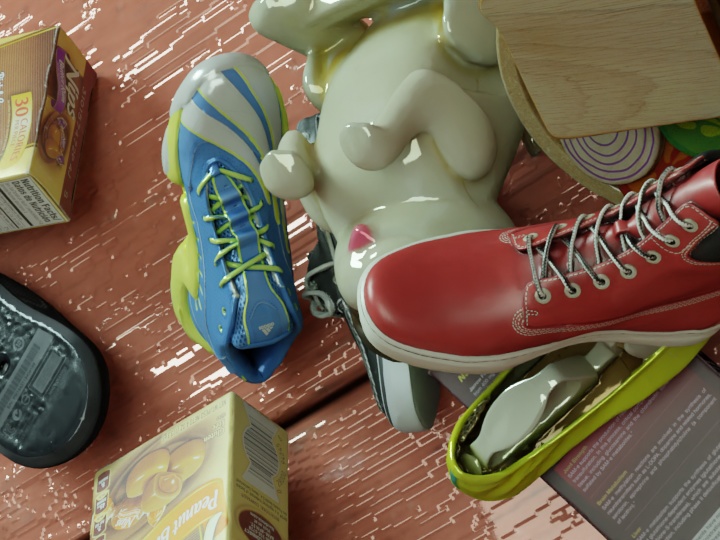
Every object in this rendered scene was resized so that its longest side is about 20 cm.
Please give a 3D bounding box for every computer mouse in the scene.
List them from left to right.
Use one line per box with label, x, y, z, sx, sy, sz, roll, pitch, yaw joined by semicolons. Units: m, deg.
computer mouse;-0.217;0.049;1.290;0.200;0.053;0.139;40;98;32

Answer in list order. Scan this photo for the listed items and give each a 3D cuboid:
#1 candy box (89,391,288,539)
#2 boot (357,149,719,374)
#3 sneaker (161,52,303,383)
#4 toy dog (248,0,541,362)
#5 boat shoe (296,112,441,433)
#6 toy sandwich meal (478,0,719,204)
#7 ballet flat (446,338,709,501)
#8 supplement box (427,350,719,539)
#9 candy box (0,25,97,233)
candy box;-0.098;0.179;1.158;0.115;0.055;0.201;-32;38;27
boot;0.102;-0.011;0.968;0.198;0.144;0.073;-5;68;-14
sneaker;-0.060;-0.021;1.166;0.075;0.201;0.105;-17;44;-21
toy dog;0.029;-0.050;1.110;0.139;0.194;0.201;-15;64;28
boat shoe;-0.001;-0.001;1.188;0.068;0.074;0.201;-14;78;16
toy sandwich meal;0.145;-0.093;1.002;0.204;0.070;0.206;15;133;17
ballet flat;0.119;0.046;1.072;0.200;0.067;0.067;-44;70;8
supplement box;0.147;0.082;1.125;0.200;0.061;0.109;43;99;20
candy box;-0.270;-0.076;1.298;0.199;0.057;0.117;-9;54;20
